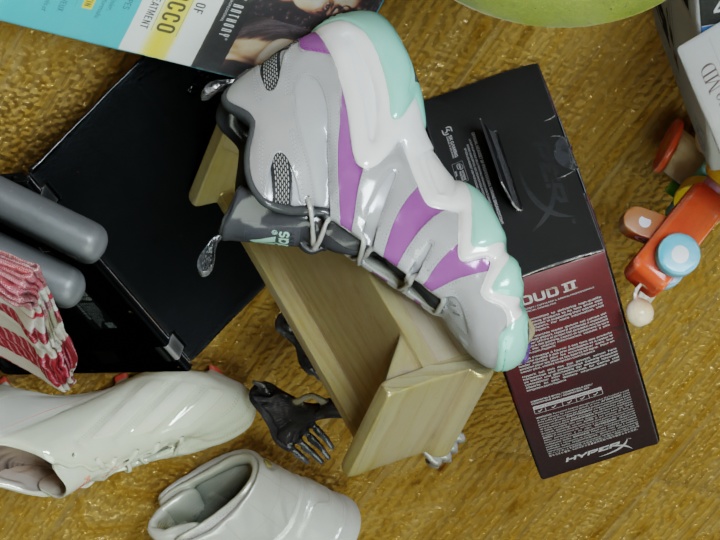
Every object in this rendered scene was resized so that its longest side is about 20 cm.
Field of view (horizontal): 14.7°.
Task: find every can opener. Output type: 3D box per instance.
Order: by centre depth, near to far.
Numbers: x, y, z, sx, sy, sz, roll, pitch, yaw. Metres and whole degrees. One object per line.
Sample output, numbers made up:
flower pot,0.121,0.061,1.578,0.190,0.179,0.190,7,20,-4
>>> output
can opener,-0.226,-0.041,1.440,0.200,0.053,0.066,24,171,2

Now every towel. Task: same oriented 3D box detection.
towel,-0.222,0.008,1.451,0.144,0.023,0.200,23,165,8

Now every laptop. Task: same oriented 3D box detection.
laptop,-0.145,-0.039,1.547,0.200,0.116,0.187,-3,145,28

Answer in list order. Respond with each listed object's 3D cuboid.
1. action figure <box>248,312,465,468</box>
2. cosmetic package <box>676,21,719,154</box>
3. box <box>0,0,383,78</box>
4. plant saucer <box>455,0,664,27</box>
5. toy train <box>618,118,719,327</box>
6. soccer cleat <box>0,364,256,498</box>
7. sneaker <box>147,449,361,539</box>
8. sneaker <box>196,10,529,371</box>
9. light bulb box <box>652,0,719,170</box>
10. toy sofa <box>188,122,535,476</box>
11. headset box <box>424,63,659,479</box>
action figure,0.022,0.044,1.583,0.102,0.119,0.200,29,151,-20
cosmetic package,0.264,-0.107,1.347,0.200,0.102,0.071,-31,135,16
box,-0.090,-0.150,1.411,0.200,0.049,0.082,12,124,-27
plant saucer,0.092,-0.213,1.302,0.200,0.200,0.031,-9,169,-7
toy train,0.174,-0.038,1.545,0.150,0.056,0.200,-52,177,-3
soccer cleat,-0.157,0.100,1.649,0.200,0.078,0.069,-2,137,-16
sneaker,-0.109,0.189,1.772,0.200,0.074,0.116,-43,131,15
sneaker,-0.013,-0.018,1.386,0.140,0.200,0.078,-25,164,-14
light bulb box,0.250,-0.181,1.432,0.198,0.125,0.200,-15,139,0
toy sofa,0.000,0.000,1.468,0.097,0.200,0.083,-16,151,-30
headset box,0.098,-0.005,1.560,0.075,0.149,0.200,-18,139,3
